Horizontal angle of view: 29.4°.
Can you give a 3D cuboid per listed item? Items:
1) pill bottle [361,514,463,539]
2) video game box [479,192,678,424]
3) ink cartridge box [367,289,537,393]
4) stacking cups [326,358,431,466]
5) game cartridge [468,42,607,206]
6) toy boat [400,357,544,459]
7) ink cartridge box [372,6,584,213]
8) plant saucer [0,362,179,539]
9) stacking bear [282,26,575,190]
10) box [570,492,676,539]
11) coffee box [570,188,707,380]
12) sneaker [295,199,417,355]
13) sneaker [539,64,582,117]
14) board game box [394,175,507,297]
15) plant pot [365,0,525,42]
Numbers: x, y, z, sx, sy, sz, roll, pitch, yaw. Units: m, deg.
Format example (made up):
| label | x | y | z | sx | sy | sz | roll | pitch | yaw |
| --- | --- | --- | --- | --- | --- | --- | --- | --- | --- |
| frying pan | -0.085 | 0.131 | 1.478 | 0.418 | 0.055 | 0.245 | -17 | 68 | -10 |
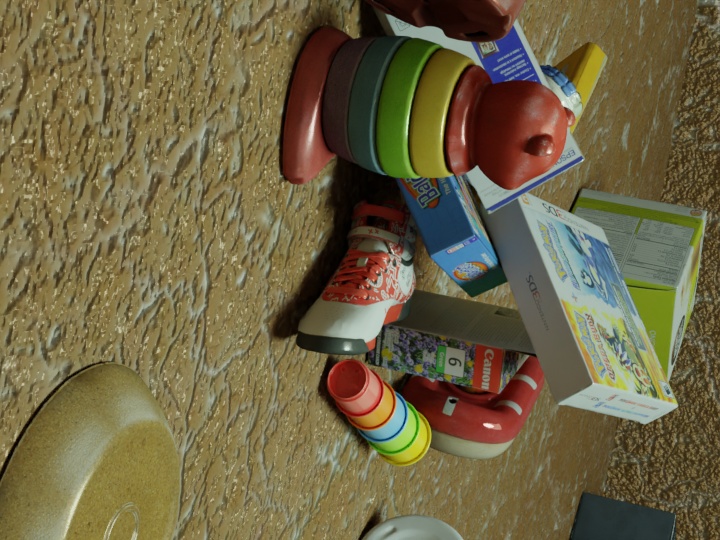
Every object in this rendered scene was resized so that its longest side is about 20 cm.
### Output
| label | x | y | z | sx | sy | sz | roll | pitch | yaw |
| --- | --- | --- | --- | --- | --- | --- | --- | --- | --- |
| pill bottle | 0.057 | 0.367 | 1.452 | 0.120 | 0.119 | 0.200 | -57 | 153 | -45 |
| video game box | 0.200 | 0.034 | 1.247 | 0.182 | 0.047 | 0.200 | 14 | 50 | -51 |
| ink cartridge box | 0.119 | 0.073 | 1.319 | 0.109 | 0.199 | 0.051 | -37 | 135 | -62 |
| stacking cups | 0.015 | 0.136 | 1.285 | 0.200 | 0.060 | 0.061 | 49 | 56 | -65 |
| game cartridge | 0.161 | -0.134 | 1.414 | 0.176 | 0.032 | 0.200 | -35 | -164 | 43 |
| toy boat | 0.122 | 0.104 | 1.445 | 0.200 | 0.130 | 0.131 | -51 | 153 | -54 |
| ink cartridge box | 0.097 | -0.157 | 1.136 | 0.200 | 0.099 | 0.039 | 63 | -6 | -9 |
| plant saucer | -0.159 | 0.157 | 0.833 | 0.200 | 0.035 | 0.201 | 12 | 90 | -71 |
| stacking bear | 0.057 | -0.114 | 1.026 | 0.121 | 0.199 | 0.114 | -45 | 143 | -58 |
| box | 0.556 | 0.574 | 2.885 | 0.197 | 0.199 | 0.124 | 66 | 38 | -61 |
| coffee box | 0.406 | 0.022 | 2.111 | 0.198 | 0.199 | 0.200 | -58 | 153 | -44 |
| sneaker | -0.001 | 0.000 | 1.145 | 0.201 | 0.067 | 0.108 | -30 | 127 | -68 |
| sneaker | 0.117 | -0.133 | 1.298 | 0.085 | 0.077 | 0.200 | -40 | -173 | -29 |
| board game box | 0.069 | -0.067 | 1.198 | 0.152 | 0.045 | 0.200 | 67 | 9 | 16 |
| plant pot | 0.079 | -0.291 | 1.026 | 0.196 | 0.200 | 0.201 | -66 | 160 | -7 |
